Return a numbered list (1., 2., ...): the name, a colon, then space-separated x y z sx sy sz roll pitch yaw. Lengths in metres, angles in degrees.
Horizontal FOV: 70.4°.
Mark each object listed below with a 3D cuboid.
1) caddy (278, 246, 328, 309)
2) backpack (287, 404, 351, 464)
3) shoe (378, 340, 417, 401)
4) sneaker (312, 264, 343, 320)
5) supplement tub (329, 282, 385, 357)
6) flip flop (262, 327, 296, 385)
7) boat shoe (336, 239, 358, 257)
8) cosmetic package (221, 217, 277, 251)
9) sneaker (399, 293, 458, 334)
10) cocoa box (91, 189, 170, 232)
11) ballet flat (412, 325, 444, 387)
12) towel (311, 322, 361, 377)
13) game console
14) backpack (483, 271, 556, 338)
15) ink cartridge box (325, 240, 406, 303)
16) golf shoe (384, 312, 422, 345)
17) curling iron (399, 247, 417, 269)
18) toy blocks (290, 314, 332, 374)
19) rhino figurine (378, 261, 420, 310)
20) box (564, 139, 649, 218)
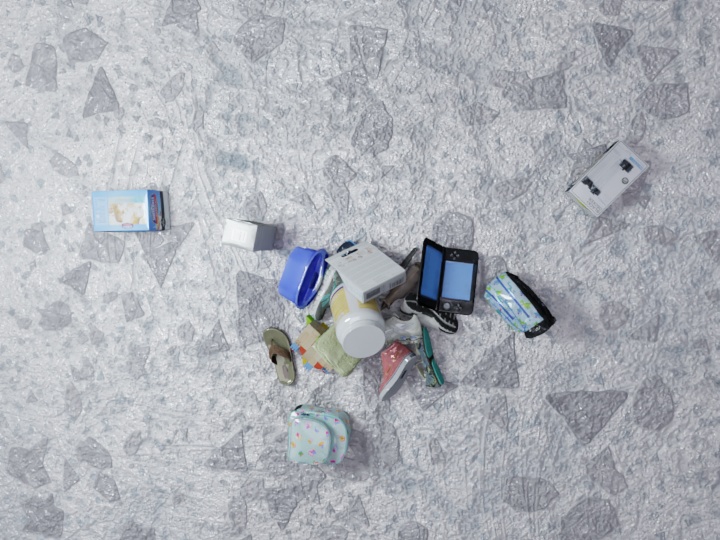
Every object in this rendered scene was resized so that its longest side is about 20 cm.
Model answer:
1. caddy: -0.166 0.020 1.583 0.104 0.141 0.201 23 98 18
2. backpack: -0.130 0.524 1.618 0.198 0.153 0.177 3 89 2
3. shoe: 0.098 0.313 1.612 0.091 0.071 0.201 45 119 32
4. sneaker: -0.088 0.080 1.606 0.091 0.078 0.201 25 111 5
5. supplement tub: -0.008 0.140 1.487 0.144 0.201 0.146 -6 127 -8
6. flip flop: -0.265 0.282 1.664 0.081 0.058 0.201 -15 92 9
7. boat shoe: 0.000 0.000 1.599 0.068 0.084 0.200 -36 74 -9
8. cosmetic package: -0.339 -0.110 1.578 0.106 0.200 0.091 13 98 5
9. sneaker: 0.212 0.140 1.586 0.199 0.080 0.074 30 55 -6
10. cocoa box: -0.747 -0.193 1.666 0.198 0.131 0.135 -1 94 9
11. ballet flat: 0.198 0.273 1.588 0.074 0.074 0.201 -17 92 9
12. towel: -0.041 0.220 1.579 0.148 0.200 0.037 43 144 2
13. game console: 0.261 0.020 1.515 0.174 0.116 0.202 7 80 7
14. backpack: 0.460 0.098 1.498 0.153 0.163 0.201 -30 83 24
15. ink cartridge box: 0.013 0.000 1.512 0.159 0.200 0.048 -26 133 -26
16. golf shoe: 0.088 0.179 1.552 0.198 0.078 0.098 -4 81 8
17. curling iron: 0.112 -0.004 1.553 0.049 0.026 0.200 29 63 29
18. toy blocks: -0.141 0.261 1.636 0.200 0.100 0.137 43 110 4
19. rhino figurine: 0.122 0.056 1.575 0.060 0.087 0.200 45 99 4
20. box: 0.710 -0.262 1.478 0.117 0.060 0.200 45 99 3
